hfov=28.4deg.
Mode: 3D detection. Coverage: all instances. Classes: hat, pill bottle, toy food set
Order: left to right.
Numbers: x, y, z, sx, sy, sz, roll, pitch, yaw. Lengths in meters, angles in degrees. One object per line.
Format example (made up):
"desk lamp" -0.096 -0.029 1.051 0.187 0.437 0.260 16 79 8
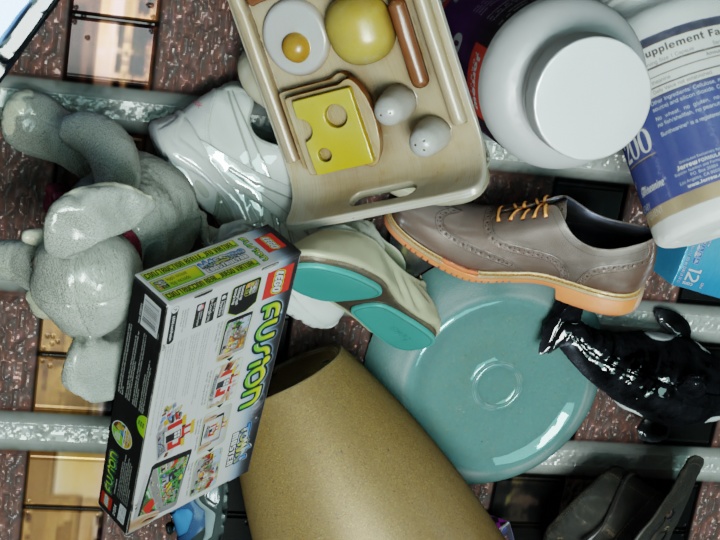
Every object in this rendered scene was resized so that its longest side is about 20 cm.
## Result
"toy food set" -0.016 -0.129 0.906 0.143 0.060 0.200 -11 108 26
"pill bottle" 0.118 -0.135 0.952 0.112 0.200 0.113 -4 109 -12
"hat" 0.194 0.218 1.147 0.081 0.201 0.201 31 102 20
"pill bottle" 0.229 -0.125 0.997 0.111 0.111 0.200 -15 80 -8

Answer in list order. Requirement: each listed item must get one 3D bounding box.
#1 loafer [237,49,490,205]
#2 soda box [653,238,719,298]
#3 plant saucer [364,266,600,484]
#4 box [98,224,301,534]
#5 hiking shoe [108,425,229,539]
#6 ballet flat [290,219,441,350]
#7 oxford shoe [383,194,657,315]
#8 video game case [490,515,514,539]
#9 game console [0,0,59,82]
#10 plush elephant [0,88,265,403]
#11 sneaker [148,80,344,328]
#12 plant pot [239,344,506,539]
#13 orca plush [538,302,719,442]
"loafer" 0.012 -0.112 0.991 0.200 0.076 0.068 26 133 -17
"soda box" 0.285 -0.083 1.081 0.064 0.068 0.200 15 104 -19
"plant saucer" 0.102 0.085 1.113 0.200 0.036 0.200 -4 109 -12
"box" -0.106 0.073 0.923 0.110 0.035 0.200 -23 141 -41
"hiking shoe" -0.142 0.126 1.057 0.087 0.074 0.200 -2 99 -5
"ballet flat" 0.000 0.000 0.994 0.069 0.069 0.200 -44 150 4
"oxford shoe" 0.118 -0.031 1.037 0.200 0.071 0.073 14 130 -2
"video game case" 0.073 0.327 1.145 0.181 0.036 0.200 -33 118 -33
"game console" -0.253 -0.216 0.880 0.172 0.119 0.200 35 98 -21
"plush elephant" -0.177 -0.011 0.913 0.200 0.155 0.165 12 113 21
"sneaker" -0.057 -0.047 1.010 0.099 0.078 0.200 -37 114 -3
"plant pot" -0.010 0.163 1.049 0.186 0.186 0.200 -26 101 -4
"orca plush" 0.237 0.070 1.101 0.200 0.071 0.105 38 69 -27
